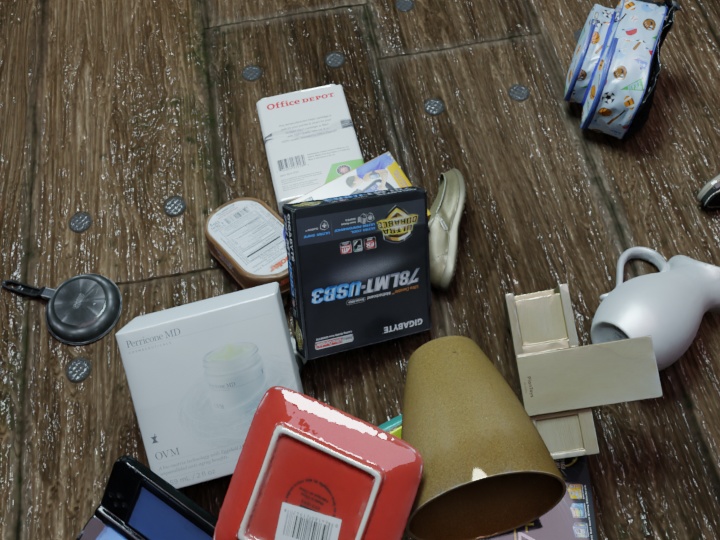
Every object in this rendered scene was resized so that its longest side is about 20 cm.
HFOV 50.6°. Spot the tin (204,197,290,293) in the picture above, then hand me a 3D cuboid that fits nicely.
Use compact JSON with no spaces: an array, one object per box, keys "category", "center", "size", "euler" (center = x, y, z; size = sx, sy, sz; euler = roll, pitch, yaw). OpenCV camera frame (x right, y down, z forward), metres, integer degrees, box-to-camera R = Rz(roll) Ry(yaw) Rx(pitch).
[{"category":"tin","center":[-0.157,-0.040,1.129],"size":[0.111,0.042,0.200],"euler":[-36,51,-18]}]

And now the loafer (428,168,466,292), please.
[{"category":"loafer","center":[0.117,-0.068,1.141],"size":[0.066,0.076,0.204],"euler":[9,61,0]}]

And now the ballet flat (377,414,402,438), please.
[{"category":"ballet flat","center":[0.081,0.204,1.001],"size":[0.198,0.067,0.068],"euler":[-33,87,-17]}]

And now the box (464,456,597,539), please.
[{"category":"box","center":[0.209,0.293,0.951],"size":[0.157,0.049,0.204],"euler":[-1,60,6]}]

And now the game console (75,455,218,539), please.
[{"category":"game console","center":[-0.246,0.348,0.879],"size":[0.198,0.177,0.117],"euler":[34,38,4]}]

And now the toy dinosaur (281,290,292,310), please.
[{"category":"toy dinosaur","center":[-0.079,0.023,1.107],"size":[0.195,0.059,0.103],"euler":[1,59,2]}]

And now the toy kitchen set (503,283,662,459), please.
[{"category":"toy kitchen set","center":[0.282,0.123,0.987],"size":[0.160,0.180,0.205],"euler":[-10,83,9]}]

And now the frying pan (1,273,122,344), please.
[{"category":"frying pan","center":[-0.438,0.031,1.133],"size":[0.189,0.031,0.115],"euler":[37,67,17]}]

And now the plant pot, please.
[{"category":"plant pot","center":[0.122,0.188,0.899],"size":[0.182,0.188,0.203],"euler":[-9,52,-4]}]

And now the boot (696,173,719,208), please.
[{"category":"boot","center":[0.624,-0.088,1.141],"size":[0.196,0.074,0.153],"euler":[-10,61,-10]}]

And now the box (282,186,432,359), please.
[{"category":"box","center":[0.000,0.000,1.023],"size":[0.196,0.203,0.050],"euler":[-10,15,-23]}]

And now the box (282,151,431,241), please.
[{"category":"box","center":[-0.012,-0.075,1.085],"size":[0.198,0.042,0.120],"euler":[-28,72,-17]}]

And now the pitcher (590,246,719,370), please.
[{"category":"pitcher","center":[0.395,0.046,1.057],"size":[0.198,0.123,0.171],"euler":[-30,42,-25]}]

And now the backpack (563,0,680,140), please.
[{"category":"backpack","center":[0.409,-0.317,1.214],"size":[0.151,0.201,0.194],"euler":[9,67,12]}]

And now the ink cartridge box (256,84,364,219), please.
[{"category":"ink cartridge box","center":[-0.076,-0.181,1.205],"size":[0.142,0.085,0.203],"euler":[-12,62,-5]}]

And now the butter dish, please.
[{"category":"butter dish","center":[-0.037,0.254,0.861],"size":[0.197,0.148,0.203],"euler":[20,89,14]}]

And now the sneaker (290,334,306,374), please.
[{"category":"sneaker","center":[-0.172,0.116,1.051],"size":[0.196,0.074,0.081],"euler":[13,66,9]}]

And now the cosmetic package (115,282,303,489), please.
[{"category":"cosmetic package","center":[-0.175,0.140,0.953],"size":[0.195,0.123,0.204],"euler":[-14,95,-4]}]
